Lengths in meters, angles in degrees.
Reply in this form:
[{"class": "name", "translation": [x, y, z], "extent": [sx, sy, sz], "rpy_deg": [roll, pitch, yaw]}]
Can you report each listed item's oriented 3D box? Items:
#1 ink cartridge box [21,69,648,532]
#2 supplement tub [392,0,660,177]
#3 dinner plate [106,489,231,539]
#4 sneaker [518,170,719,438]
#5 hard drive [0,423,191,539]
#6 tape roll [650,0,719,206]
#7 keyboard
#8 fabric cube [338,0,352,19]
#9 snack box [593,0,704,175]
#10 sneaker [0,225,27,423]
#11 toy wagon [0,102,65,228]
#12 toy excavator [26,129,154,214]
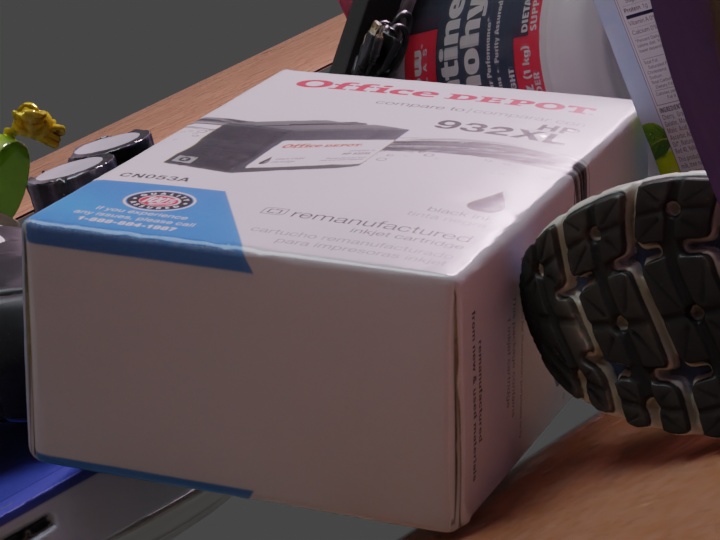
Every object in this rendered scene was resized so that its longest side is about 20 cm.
[{"class": "ink cartridge box", "translation": [0.000, 0.000, 0.798], "extent": [0.145, 0.084, 0.200], "rpy_deg": [7, 21, 21]}, {"class": "supplement tub", "translation": [0.099, -0.086, 1.009], "extent": [0.140, 0.140, 0.200], "rpy_deg": [-27, 10, -23]}, {"class": "dinner plate", "translation": [-0.104, 0.087, 0.886], "extent": [0.200, 0.024, 0.200], "rpy_deg": [-23, 9, 4]}, {"class": "sneaker", "translation": [0.144, -0.005, 0.694], "extent": [0.200, 0.079, 0.089], "rpy_deg": [-11, 5, 19]}, {"class": "hard drive", "translation": [-0.154, 0.091, 0.843], "extent": [0.132, 0.025, 0.200], "rpy_deg": [-29, 11, -28]}, {"class": "tape roll", "translation": [0.134, -0.033, 0.447], "extent": [0.085, 0.200, 0.200], "rpy_deg": [-24, 9, -11]}, {"class": "keyboard", "translation": [-0.010, -0.051, 1.026], "extent": [0.021, 0.200, 0.127], "rpy_deg": [17, 5, -7]}, {"class": "fabric cube", "translation": [0.093, -0.156, 1.242], "extent": [0.196, 0.200, 0.199], "rpy_deg": [-23, 11, -4]}, {"class": "snack box", "translation": [0.153, -0.114, 0.856], "extent": [0.068, 0.200, 0.169], "rpy_deg": [-15, 13, 43]}, {"class": "sneaker", "translation": [-0.110, 0.023, 0.890], "extent": [0.112, 0.073, 0.200], "rpy_deg": [-4, 9, 9]}, {"class": "toy wagon", "translation": [-0.180, 0.021, 0.995], "extent": [0.040, 0.200, 0.155], "rpy_deg": [22, -3, 15]}, {"class": "toy excavator", "translation": [-0.063, -0.020, 1.211], "extent": [0.200, 0.100, 0.194], "rpy_deg": [-12, 13, 15]}]
